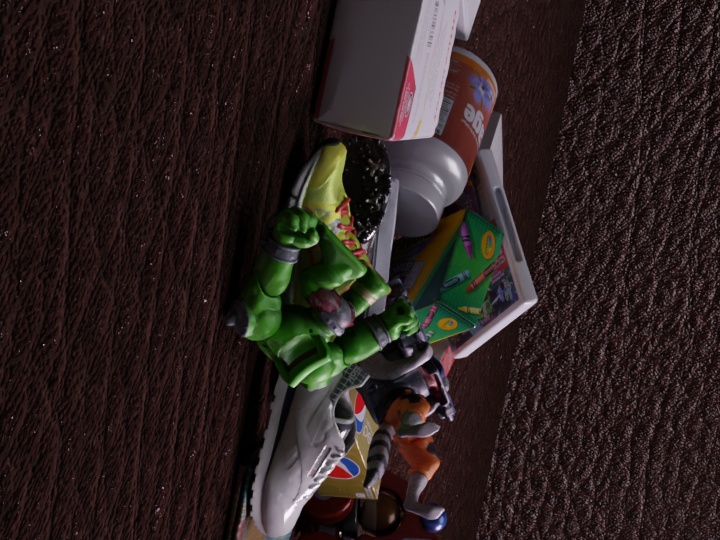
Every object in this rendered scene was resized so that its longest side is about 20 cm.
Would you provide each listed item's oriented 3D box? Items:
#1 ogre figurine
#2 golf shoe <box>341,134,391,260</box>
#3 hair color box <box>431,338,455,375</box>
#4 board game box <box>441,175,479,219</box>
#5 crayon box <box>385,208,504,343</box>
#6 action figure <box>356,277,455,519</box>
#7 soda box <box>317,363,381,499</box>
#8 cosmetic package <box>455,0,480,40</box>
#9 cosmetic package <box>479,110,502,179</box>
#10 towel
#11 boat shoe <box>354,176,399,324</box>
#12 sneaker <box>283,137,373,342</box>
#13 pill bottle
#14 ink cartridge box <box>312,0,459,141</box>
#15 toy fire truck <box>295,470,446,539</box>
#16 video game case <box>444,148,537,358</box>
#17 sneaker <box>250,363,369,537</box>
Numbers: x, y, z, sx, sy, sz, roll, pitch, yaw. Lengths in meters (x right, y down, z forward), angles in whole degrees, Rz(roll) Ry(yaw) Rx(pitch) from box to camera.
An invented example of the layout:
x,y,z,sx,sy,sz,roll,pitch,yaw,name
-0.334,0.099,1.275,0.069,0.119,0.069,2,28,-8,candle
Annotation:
x,y,z,sx,sy,sz,roll,pitch,yaw,name
-0.040,0.033,1.434,0.120,0.098,0.200,-45,156,1,ogre figurine
-0.018,-0.044,1.610,0.095,0.077,0.201,-77,-177,-70,golf shoe
0.042,0.112,1.959,0.200,0.110,0.064,-55,156,-60,hair color box
0.074,-0.061,1.915,0.200,0.039,0.159,32,-53,59,board game box
0.063,0.020,1.810,0.200,0.058,0.119,-24,-140,53,crayon box
0.029,0.110,1.574,0.194,0.104,0.201,-107,176,-52,action figure
-0.027,0.156,1.694,0.200,0.067,0.064,73,24,-51,soda box
0.090,-0.341,1.757,0.200,0.071,0.102,77,29,-66,cosmetic package
0.118,-0.125,2.068,0.200,0.106,0.091,79,28,-68,cosmetic package
-0.095,0.235,1.662,0.200,0.022,0.147,-34,135,-74,towel
0.000,0.000,1.698,0.069,0.056,0.201,122,-24,-84,boat shoe
-0.026,-0.022,1.523,0.078,0.090,0.201,-48,149,-67,sneaker
0.072,-0.139,1.807,0.112,0.112,0.201,87,20,-55,pill bottle
0.029,-0.203,1.589,0.200,0.085,0.148,-24,126,-78,ink cartridge box
0.009,0.308,1.846,0.112,0.167,0.201,88,7,-53,toy fire truck
0.127,-0.016,1.894,0.200,0.023,0.183,135,-57,-61,video game case
-0.050,0.170,1.568,0.076,0.080,0.201,-58,163,-65,sneaker
